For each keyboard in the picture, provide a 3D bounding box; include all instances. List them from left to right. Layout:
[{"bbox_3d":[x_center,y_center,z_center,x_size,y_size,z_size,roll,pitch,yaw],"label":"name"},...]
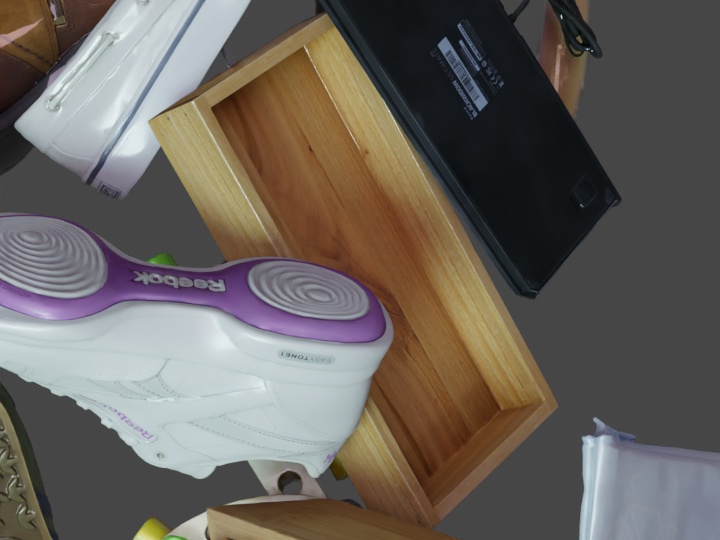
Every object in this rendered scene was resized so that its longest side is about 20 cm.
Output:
[{"bbox_3d":[0.053,-0.099,0.902,0.127,0.021,0.200,-47,115,-29],"label":"keyboard"}]

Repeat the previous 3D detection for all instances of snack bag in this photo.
[{"bbox_3d":[0.129,0.165,0.828,0.021,0.188,0.201,1,83,31],"label":"snack bag"}]

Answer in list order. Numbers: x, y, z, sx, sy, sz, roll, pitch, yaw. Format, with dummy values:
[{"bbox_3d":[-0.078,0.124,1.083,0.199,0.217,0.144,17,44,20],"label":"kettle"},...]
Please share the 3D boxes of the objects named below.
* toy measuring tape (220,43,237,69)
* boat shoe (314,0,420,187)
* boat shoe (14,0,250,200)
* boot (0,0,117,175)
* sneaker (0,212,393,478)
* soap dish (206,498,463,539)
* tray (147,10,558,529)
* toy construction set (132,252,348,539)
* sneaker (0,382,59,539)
[{"bbox_3d":[-0.053,-0.151,0.936,0.073,0.074,0.201,-26,91,-4],"label":"toy measuring tape"},{"bbox_3d":[0.017,-0.136,0.927,0.066,0.074,0.201,-9,88,-25],"label":"boat shoe"},{"bbox_3d":[-0.077,-0.130,0.874,0.066,0.072,0.200,30,97,-10],"label":"boat shoe"},{"bbox_3d":[-0.191,-0.146,0.932,0.188,0.068,0.201,-28,81,-4],"label":"boot"},{"bbox_3d":[-0.092,0.038,0.796,0.199,0.075,0.100,11,124,-7],"label":"sneaker"},{"bbox_3d":[0.021,0.190,0.809,0.081,0.157,0.201,-28,117,-39],"label":"soap dish"},{"bbox_3d":[0.000,0.000,0.870,0.099,0.037,0.201,-38,105,-41],"label":"tray"},{"bbox_3d":[-0.074,0.068,0.891,0.131,0.092,0.200,-32,93,-4],"label":"toy construction set"},{"bbox_3d":[-0.158,0.121,0.889,0.067,0.090,0.201,-13,112,-10],"label":"sneaker"}]
